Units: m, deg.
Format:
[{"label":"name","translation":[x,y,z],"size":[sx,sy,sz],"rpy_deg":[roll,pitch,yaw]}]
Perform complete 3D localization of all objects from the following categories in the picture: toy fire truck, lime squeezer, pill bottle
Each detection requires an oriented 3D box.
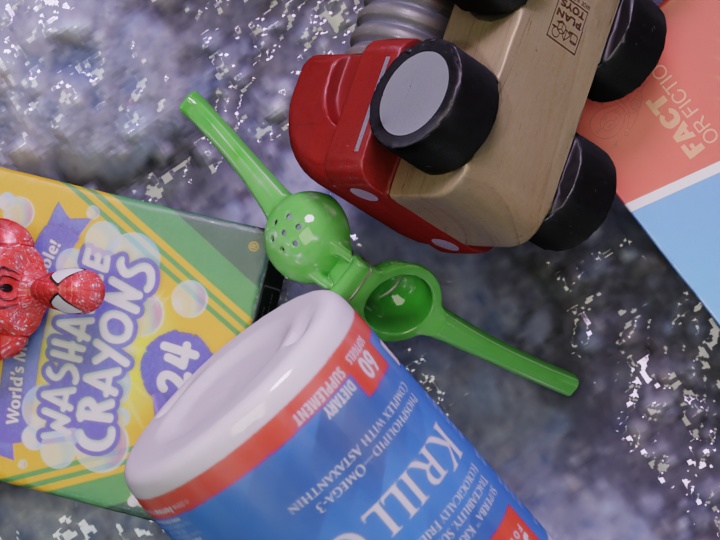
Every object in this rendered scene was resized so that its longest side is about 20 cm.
[{"label":"toy fire truck","translation":[0.008,-0.107,1.081],"size":[0.200,0.129,0.177],"rpy_deg":[3,69,49]},{"label":"lime squeezer","translation":[0.000,0.000,1.081],"size":[0.200,0.071,0.038],"rpy_deg":[36,92,1]},{"label":"pill bottle","translation":[0.012,0.115,1.049],"size":[0.112,0.112,0.200],"rpy_deg":[-41,103,4]}]

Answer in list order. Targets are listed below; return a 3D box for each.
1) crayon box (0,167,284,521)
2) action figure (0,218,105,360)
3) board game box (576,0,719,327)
[{"label":"crayon box","translation":[-0.141,0.024,1.124],"size":[0.199,0.052,0.126],"rpy_deg":[13,88,10]},{"label":"action figure","translation":[-0.201,0.006,1.086],"size":[0.199,0.052,0.066],"rpy_deg":[1,83,6]},{"label":"board game box","translation":[0.197,-0.070,1.084],"size":[0.200,0.040,0.153],"rpy_deg":[-39,82,4]}]
